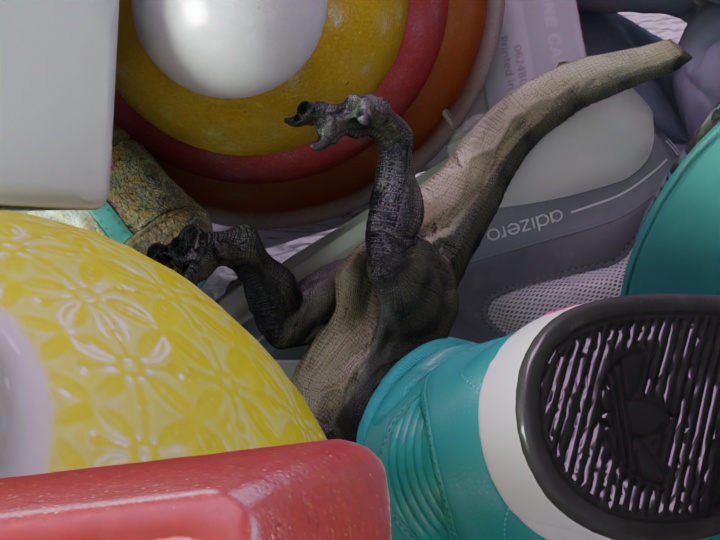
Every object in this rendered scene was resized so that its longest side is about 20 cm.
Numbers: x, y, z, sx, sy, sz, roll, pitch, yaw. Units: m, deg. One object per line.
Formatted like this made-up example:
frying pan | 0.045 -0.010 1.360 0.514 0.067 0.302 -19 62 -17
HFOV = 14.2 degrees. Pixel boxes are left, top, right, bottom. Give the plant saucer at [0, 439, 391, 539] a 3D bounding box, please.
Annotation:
plant saucer | -0.089 0.125 0.500 0.200 0.037 0.200 -6 64 4

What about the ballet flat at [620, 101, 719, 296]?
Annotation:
ballet flat | 0.141 -0.044 0.743 0.074 0.200 0.074 22 40 -19

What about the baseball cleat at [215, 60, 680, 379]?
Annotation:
baseball cleat | 0.011 0.029 0.821 0.200 0.106 0.070 -34 4 18

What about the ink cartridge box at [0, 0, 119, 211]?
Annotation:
ink cartridge box | -0.130 -0.088 0.760 0.084 0.145 0.200 3 0 -23

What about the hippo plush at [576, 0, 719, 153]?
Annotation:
hippo plush | 0.151 -0.076 0.900 0.161 0.160 0.200 -12 1 -38

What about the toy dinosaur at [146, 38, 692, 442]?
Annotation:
toy dinosaur | 0.000 0.000 0.752 0.200 0.088 0.047 -55 36 -5

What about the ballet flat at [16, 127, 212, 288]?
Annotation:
ballet flat | -0.096 -0.008 0.857 0.071 0.071 0.200 -17 0 -19

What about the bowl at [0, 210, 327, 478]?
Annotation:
bowl | -0.103 0.057 0.621 0.200 0.108 0.200 -5 56 7

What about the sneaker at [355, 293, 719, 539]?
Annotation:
sneaker | 0.075 0.053 0.725 0.200 0.084 0.121 7 -17 -39

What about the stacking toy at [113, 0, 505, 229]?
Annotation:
stacking toy | -0.028 -0.078 0.787 0.146 0.146 0.200 -9 5 0

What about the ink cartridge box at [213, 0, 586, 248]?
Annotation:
ink cartridge box | -0.007 -0.099 0.946 0.200 0.160 0.047 -15 -10 36
